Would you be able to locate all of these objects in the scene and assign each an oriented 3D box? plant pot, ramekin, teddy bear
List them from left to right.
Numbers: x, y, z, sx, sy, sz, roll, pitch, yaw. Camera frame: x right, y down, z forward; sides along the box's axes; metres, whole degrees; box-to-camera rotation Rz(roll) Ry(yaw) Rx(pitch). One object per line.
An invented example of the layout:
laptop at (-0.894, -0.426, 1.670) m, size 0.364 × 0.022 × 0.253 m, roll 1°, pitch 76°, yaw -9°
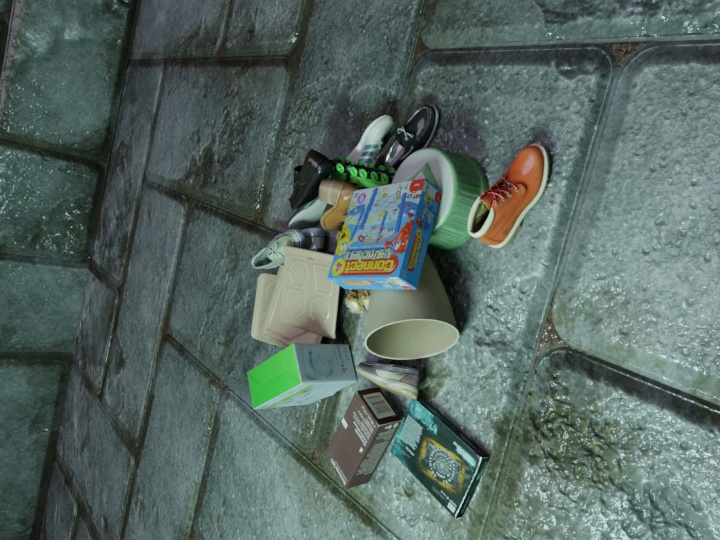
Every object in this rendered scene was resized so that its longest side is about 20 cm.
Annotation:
teddy bear at (0.000, 0.000, 1.312) m, size 0.145 × 0.066 × 0.204 m, roll -40°, pitch 63°, yaw 47°
plant pot at (0.095, 0.048, 1.129) m, size 0.186 × 0.185 × 0.204 m, roll -31°, pitch 49°, yaw 40°
ramekin at (0.149, -0.149, 1.136) m, size 0.198 × 0.096 × 0.205 m, roll -9°, pitch 78°, yaw 46°

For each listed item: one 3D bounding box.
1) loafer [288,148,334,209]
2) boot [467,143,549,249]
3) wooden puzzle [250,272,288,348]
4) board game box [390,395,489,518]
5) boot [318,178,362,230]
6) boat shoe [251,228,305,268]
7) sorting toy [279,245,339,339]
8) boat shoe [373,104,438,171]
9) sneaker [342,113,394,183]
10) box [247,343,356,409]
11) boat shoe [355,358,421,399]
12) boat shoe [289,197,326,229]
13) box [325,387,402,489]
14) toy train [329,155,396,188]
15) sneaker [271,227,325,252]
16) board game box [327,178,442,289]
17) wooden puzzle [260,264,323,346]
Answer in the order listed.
loafer at (-0.124, -0.216, 1.320) m, size 0.072 × 0.073 × 0.200 m, roll 53°, pitch 141°, yaw 6°
boot at (0.264, -0.138, 1.007) m, size 0.075 × 0.106 × 0.203 m, roll 39°, pitch 111°, yaw 44°
wooden puzzle at (-0.215, 0.109, 1.536) m, size 0.197 × 0.046 × 0.190 m, roll 7°, pitch 90°, yaw 43°
board game box at (0.151, 0.362, 1.110) m, size 0.199 × 0.028 × 0.138 m, roll 36°, pitch 110°, yaw 45°
boot at (-0.016, -0.131, 1.322) m, size 0.152 × 0.201 × 0.075 m, roll 19°, pitch 71°, yaw 10°
boat shoe at (-0.212, -0.045, 1.455) m, size 0.199 × 0.061 × 0.073 m, roll -32°, pitch 84°, yaw 46°
sorting toy at (-0.120, 0.050, 1.367) m, size 0.182 × 0.036 × 0.205 m, roll 12°, pitch 104°, yaw 37°
boat shoe at (0.095, -0.281, 1.242) m, size 0.201 × 0.060 × 0.075 m, roll -50°, pitch 52°, yaw 30°
sneaker at (0.029, -0.267, 1.322) m, size 0.094 × 0.070 × 0.200 m, roll 46°, pitch 111°, yaw 10°
box at (-0.138, 0.253, 1.332) m, size 0.199 × 0.174 × 0.099 m, roll -34°, pitch 62°, yaw 39°
boat shoe at (0.062, 0.221, 1.203) m, size 0.199 × 0.071 × 0.066 m, roll 4°, pitch 63°, yaw 59°
boat shoe at (-0.117, -0.177, 1.437) m, size 0.199 × 0.073 × 0.061 m, roll -38°, pitch 62°, yaw 35°
box at (0.003, 0.364, 1.222) m, size 0.100 × 0.074 × 0.203 m, roll 48°, pitch 127°, yaw 41°
toy train at (0.003, -0.213, 1.262) m, size 0.197 × 0.042 × 0.057 m, roll 20°, pitch 136°, yaw 35°
sneaker at (-0.171, -0.062, 1.490) m, size 0.198 × 0.072 × 0.073 m, roll -11°, pitch 74°, yaw 46°
board game box at (0.043, -0.066, 1.084) m, size 0.198 × 0.056 × 0.200 m, roll -2°, pitch 64°, yaw 46°
wooden puzzle at (-0.157, 0.103, 1.444) m, size 0.197 × 0.037 × 0.189 m, roll 22°, pitch 96°, yaw 28°
